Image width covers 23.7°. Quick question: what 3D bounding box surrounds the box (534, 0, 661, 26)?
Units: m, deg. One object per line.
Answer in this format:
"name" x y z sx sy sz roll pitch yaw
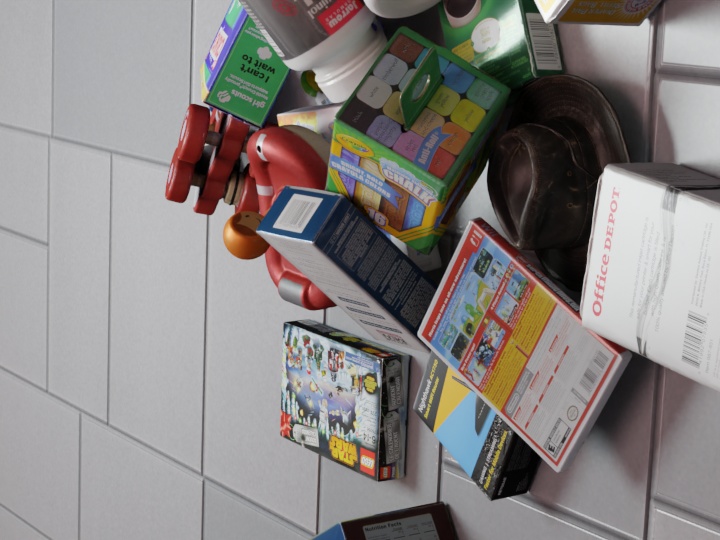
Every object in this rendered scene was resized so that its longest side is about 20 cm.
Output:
"box" 0.187 -0.317 1.473 0.101 0.112 0.201 -52 50 45

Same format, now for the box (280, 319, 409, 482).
"box" -0.021 0.141 1.899 0.200 0.040 0.138 16 108 54

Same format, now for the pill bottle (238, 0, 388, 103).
"pill bottle" -0.054 -0.266 1.678 0.200 0.111 0.111 52 151 -18

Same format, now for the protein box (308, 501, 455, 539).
"protein box" 0.014 0.373 1.791 0.198 0.134 0.201 -40 62 51

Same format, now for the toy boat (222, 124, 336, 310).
"toy boat" -0.085 -0.049 1.794 0.130 0.130 0.201 19 120 51

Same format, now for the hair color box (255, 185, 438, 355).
"hair color box" 0.000 0.000 1.706 0.100 0.200 0.061 14 66 51

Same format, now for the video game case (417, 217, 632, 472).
"video game case" 0.145 0.067 1.563 0.200 0.017 0.143 44 129 28

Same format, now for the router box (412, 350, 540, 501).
"router box" 0.131 0.097 1.658 0.149 0.051 0.201 48 133 42

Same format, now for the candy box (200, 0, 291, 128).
"candy box" -0.097 -0.268 1.821 0.201 0.077 0.169 -64 14 13

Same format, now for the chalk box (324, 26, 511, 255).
"chalk box" 0.053 -0.128 1.589 0.124 0.125 0.200 32 158 8

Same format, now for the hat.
"hat" 0.165 -0.072 1.545 0.200 0.081 0.202 29 126 49

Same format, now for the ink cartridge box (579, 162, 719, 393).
"ink cartridge box" 0.281 0.005 1.398 0.200 0.083 0.146 28 116 51

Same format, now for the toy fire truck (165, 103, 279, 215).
"toy fire truck" -0.156 -0.165 2.014 0.200 0.112 0.169 118 161 -54

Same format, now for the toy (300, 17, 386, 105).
"toy" -0.007 -0.233 1.823 0.116 0.047 0.200 63 151 1

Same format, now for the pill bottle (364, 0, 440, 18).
"pill bottle" 0.016 -0.348 1.645 0.104 0.104 0.201 -50 56 46

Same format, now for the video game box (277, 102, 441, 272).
"video game box" -0.004 -0.087 1.818 0.200 0.047 0.183 0 103 56

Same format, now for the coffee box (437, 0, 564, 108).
"coffee box" 0.126 -0.259 1.633 0.123 0.044 0.201 -24 74 53
